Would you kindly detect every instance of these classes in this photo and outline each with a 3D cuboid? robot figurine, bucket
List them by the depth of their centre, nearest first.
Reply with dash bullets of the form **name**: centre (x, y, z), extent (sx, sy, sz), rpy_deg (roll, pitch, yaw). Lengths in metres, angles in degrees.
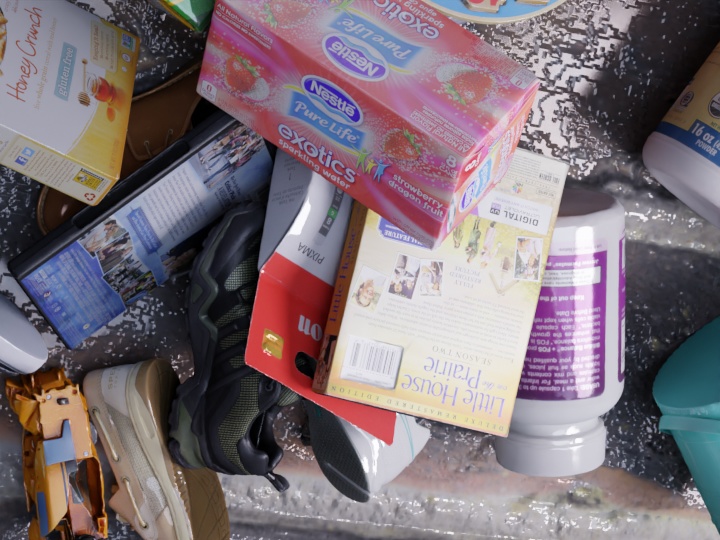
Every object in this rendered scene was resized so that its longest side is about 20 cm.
- **robot figurine**: centre (-0.208, 0.173, 1.646), extent (0.058, 0.145, 0.200), rpy_deg (-7, 96, -12)
- **bucket**: centre (0.328, 0.107, 1.776), extent (0.207, 0.207, 0.135), rpy_deg (-34, 104, -8)

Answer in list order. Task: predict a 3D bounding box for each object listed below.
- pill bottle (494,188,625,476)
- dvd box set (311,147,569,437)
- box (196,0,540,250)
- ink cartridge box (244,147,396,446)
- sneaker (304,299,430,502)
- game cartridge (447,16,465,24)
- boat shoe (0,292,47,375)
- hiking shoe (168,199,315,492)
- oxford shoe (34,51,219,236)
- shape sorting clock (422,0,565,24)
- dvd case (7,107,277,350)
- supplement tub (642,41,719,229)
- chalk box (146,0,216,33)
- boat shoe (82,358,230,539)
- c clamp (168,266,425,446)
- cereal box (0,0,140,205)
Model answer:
- **pill bottle**: centre (0.140, 0.046, 1.741), extent (0.112, 0.112, 0.200), rpy_deg (-5, 105, -17)
- **dvd box set**: centre (0.056, 0.004, 1.623), extent (0.146, 0.029, 0.200), rpy_deg (14, 87, -23)
- **box**: centre (0.003, -0.121, 1.529), extent (0.200, 0.103, 0.095), rpy_deg (35, 53, 12)
- **ink cartridge box**: centre (0.000, 0.000, 1.642), extent (0.161, 0.050, 0.200), rpy_deg (32, 54, -39)
- **sneaker**: centre (-0.012, 0.064, 1.700), extent (0.080, 0.070, 0.200), rpy_deg (-31, 112, -31)
- **game cartridge**: centre (0.072, -0.245, 1.630), extent (0.200, 0.042, 0.133), rpy_deg (-28, 84, -9)
- **boat shoe**: centre (-0.310, 0.024, 1.611), extent (0.200, 0.070, 0.066), rpy_deg (33, 109, -26)
- **hiking shoe**: centre (-0.069, 0.051, 1.644), extent (0.101, 0.076, 0.200), rpy_deg (14, 106, 18)
- **oxford shoe**: centre (-0.143, -0.087, 1.635), extent (0.200, 0.071, 0.071), rpy_deg (-40, 114, -4)
- **shape sorting clock**: centre (0.082, -0.264, 1.583), extent (0.200, 0.039, 0.200), rpy_deg (2, 85, -19)
- **dvd case**: centre (-0.143, -0.032, 1.625), extent (0.200, 0.143, 0.018), rpy_deg (-36, 67, -7)
- **supplement tub**: centre (0.319, -0.122, 1.741), extent (0.145, 0.145, 0.200), rpy_deg (36, 90, -23)
- **chalk box**: centre (-0.102, -0.279, 1.571), extent (0.124, 0.124, 0.200), rpy_deg (41, 90, -22)
- **boat shoe**: centre (-0.147, 0.157, 1.702), extent (0.065, 0.072, 0.200), rpy_deg (-7, 115, 21)
- **c clamp**: centre (-0.030, 0.050, 1.734), extent (0.171, 0.027, 0.200), rpy_deg (-28, 109, -14)
- **cereal box**: centre (-0.246, -0.141, 1.552), extent (0.200, 0.144, 0.040), rpy_deg (25, 133, -23)
